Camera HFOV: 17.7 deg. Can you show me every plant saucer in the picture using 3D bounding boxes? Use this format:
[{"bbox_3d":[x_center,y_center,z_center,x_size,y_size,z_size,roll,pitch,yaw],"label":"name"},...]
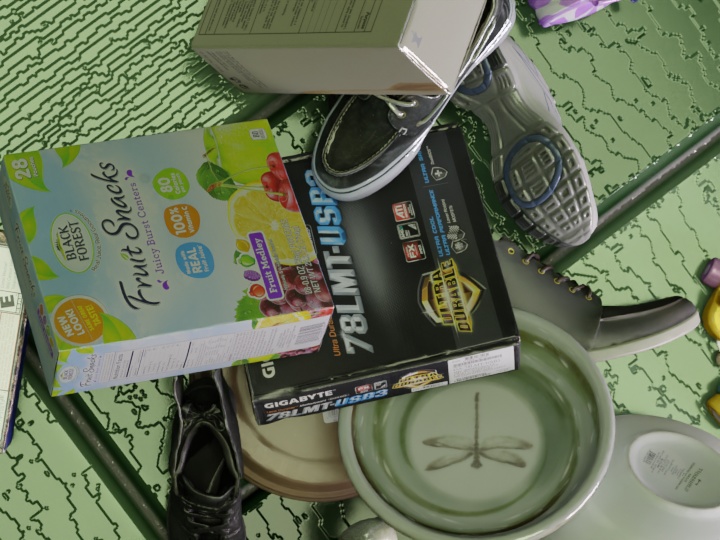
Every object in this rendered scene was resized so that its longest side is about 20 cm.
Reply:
[{"bbox_3d":[-0.030,0.077,1.759,0.200,0.029,0.200,0,89,-7],"label":"plant saucer"},{"bbox_3d":[0.084,0.120,1.683,0.200,0.050,0.200,-1,59,2],"label":"plant saucer"}]

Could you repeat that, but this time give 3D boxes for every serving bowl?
[{"bbox_3d":[0.226,0.170,1.702,0.200,0.200,0.066,12,125,-6],"label":"serving bowl"}]

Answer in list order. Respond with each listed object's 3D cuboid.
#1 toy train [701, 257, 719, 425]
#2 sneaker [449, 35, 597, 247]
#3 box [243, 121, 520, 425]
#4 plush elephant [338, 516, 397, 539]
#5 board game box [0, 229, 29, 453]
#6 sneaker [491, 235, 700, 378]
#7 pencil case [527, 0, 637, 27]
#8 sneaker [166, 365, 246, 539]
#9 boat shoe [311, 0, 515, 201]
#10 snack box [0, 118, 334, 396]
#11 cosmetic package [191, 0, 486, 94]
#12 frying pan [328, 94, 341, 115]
[{"bbox_3d":[0.339,0.050,1.788,0.150,0.056,0.200,2,88,-6],"label":"toy train"},{"bbox_3d":[0.127,-0.112,1.747,0.074,0.087,0.200,-27,90,29],"label":"sneaker"},{"bbox_3d":[0.000,0.000,1.705,0.198,0.050,0.200,-11,59,-4],"label":"box"},{"bbox_3d":[0.041,0.279,1.703,0.155,0.165,0.200,-2,67,-33],"label":"plush elephant"},{"bbox_3d":[-0.343,0.038,1.689,0.200,0.097,0.160,10,88,-6],"label":"board game box"},{"bbox_3d":[0.154,0.019,1.757,0.200,0.075,0.106,-11,90,-6],"label":"sneaker"},{"bbox_3d":[0.138,-0.281,1.756,0.084,0.085,0.200,-25,91,-8],"label":"pencil case"},{"bbox_3d":[-0.114,0.154,1.689,0.060,0.104,0.200,0,104,-2],"label":"sneaker"},{"bbox_3d":[0.030,-0.137,1.678,0.072,0.071,0.200,41,96,14],"label":"boat shoe"},{"bbox_3d":[-0.139,-0.011,1.629,0.200,0.068,0.169,-10,59,-19],"label":"snack box"},{"bbox_3d":[-0.014,-0.184,1.647,0.071,0.200,0.105,38,66,-44],"label":"cosmetic package"},{"bbox_3d":[0.000,-0.179,1.750,0.115,0.031,0.190,-21,81,-3],"label":"frying pan"}]
